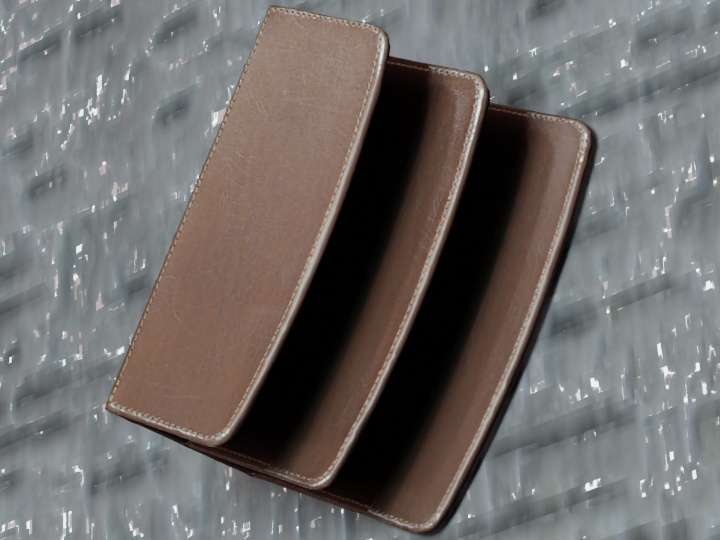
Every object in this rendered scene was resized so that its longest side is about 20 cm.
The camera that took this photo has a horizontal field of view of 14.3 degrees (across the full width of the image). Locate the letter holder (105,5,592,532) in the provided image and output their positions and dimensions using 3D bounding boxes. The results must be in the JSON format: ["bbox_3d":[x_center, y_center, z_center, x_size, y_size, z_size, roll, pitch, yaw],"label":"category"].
[{"bbox_3d":[0.000,0.000,1.281,0.142,0.101,0.200,15,80,43],"label":"letter holder"}]
